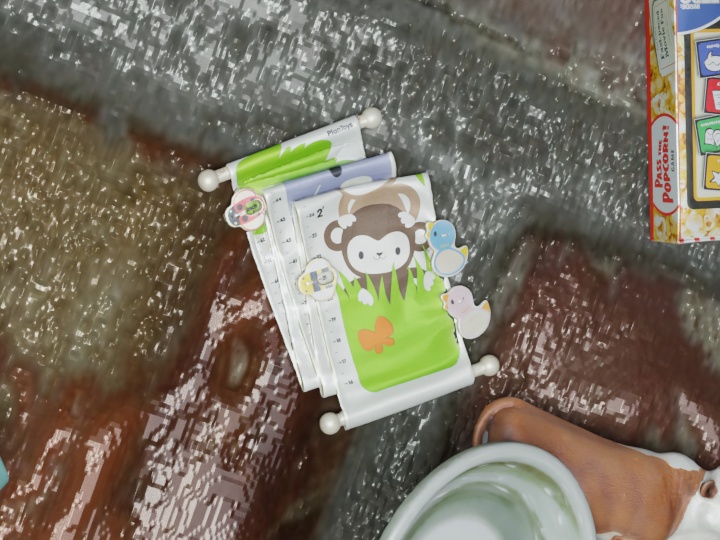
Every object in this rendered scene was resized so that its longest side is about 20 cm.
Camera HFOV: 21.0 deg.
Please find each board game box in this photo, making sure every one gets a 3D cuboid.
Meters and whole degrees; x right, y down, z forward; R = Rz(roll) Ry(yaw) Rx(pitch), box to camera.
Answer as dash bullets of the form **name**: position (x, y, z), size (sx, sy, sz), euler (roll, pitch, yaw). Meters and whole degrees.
- **board game box**: position (0.264, -0.122, 1.277), size (0.150, 0.046, 0.203), euler (-2, 94, -17)

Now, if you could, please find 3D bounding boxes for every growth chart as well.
- **growth chart**: position (0.000, 0.000, 1.221), size (0.144, 0.018, 0.202), euler (-27, 101, -14)

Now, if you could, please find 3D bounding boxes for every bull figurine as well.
- **bull figurine**: position (0.150, 0.154, 1.248), size (0.198, 0.065, 0.122), euler (24, 92, -11)

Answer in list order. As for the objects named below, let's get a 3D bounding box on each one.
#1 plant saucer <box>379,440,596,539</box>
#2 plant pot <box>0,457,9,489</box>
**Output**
- **plant saucer**: position (0.059, 0.196, 1.159), size (0.199, 0.050, 0.203), euler (-12, 108, -41)
- **plant pot**: position (-0.309, 0.117, 1.078), size (0.199, 0.141, 0.143), euler (-28, 101, -21)
